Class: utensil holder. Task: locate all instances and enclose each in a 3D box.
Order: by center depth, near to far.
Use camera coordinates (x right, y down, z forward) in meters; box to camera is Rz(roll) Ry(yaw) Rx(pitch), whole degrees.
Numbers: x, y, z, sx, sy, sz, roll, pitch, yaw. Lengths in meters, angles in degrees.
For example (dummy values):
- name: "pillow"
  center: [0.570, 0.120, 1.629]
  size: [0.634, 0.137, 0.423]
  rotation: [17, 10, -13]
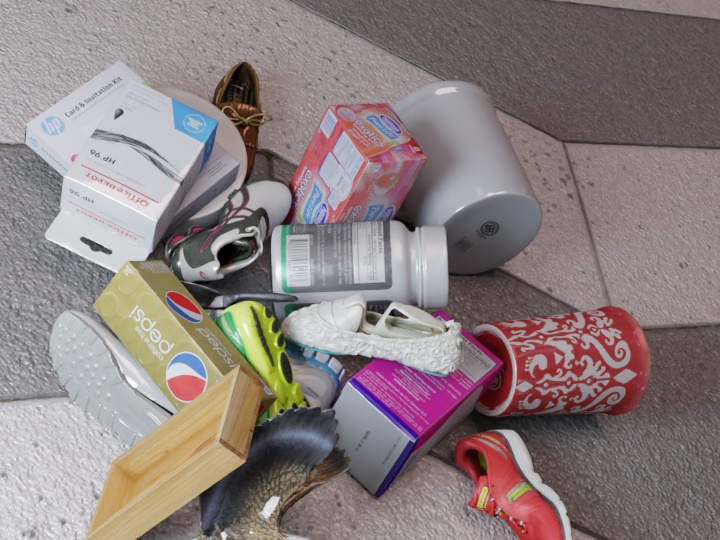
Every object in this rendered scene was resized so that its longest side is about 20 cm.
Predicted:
- name: "utensil holder"
  center: [0.132, -0.120, 1.850]
  size: [0.169, 0.170, 0.201]
  rotation: [2, 47, -31]

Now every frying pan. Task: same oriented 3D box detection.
- name: "frying pan"
  center: [-0.174, 0.033, 1.545]
  size: [0.189, 0.115, 0.031]
  rotation: [12, 78, -17]

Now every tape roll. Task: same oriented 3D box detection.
- name: "tape roll"
  center: [-0.236, -0.134, 1.693]
  size: [0.202, 0.037, 0.204]
  rotation: [8, 56, -12]

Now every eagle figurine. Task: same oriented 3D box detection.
- name: "eagle figurine"
  center: [-0.091, 0.229, 1.325]
  size: [0.151, 0.151, 0.201]
  rotation: [30, 67, -32]

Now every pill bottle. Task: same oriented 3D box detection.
- name: "pill bottle"
  center: [0.000, 0.000, 1.622]
  size: [0.199, 0.114, 0.113]
  rotation: [-2, 42, 1]

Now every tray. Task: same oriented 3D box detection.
- name: "tray"
  center: [-0.171, 0.178, 1.304]
  size: [0.037, 0.200, 0.099]
  rotation: [40, 34, -22]

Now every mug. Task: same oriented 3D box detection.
- name: "mug"
  center: [0.217, 0.117, 1.698]
  size: [0.199, 0.177, 0.134]
  rotation: [-2, 82, -34]

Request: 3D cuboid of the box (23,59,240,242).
- name: "box"
  center: [-0.264, -0.136, 1.639]
  size: [0.200, 0.041, 0.156]
  rotation: [40, 56, 12]

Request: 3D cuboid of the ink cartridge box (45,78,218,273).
- name: "ink cartridge box"
  center: [-0.252, -0.102, 1.555]
  size: [0.116, 0.068, 0.201]
  rotation: [25, 56, 0]

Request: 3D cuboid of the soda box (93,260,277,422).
- name: "soda box"
  center: [-0.179, 0.081, 1.423]
  size: [0.200, 0.068, 0.064]
  rotation: [48, 21, 20]

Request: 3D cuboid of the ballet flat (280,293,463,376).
- name: "ballet flat"
  center: [0.017, 0.058, 1.510]
  size: [0.199, 0.072, 0.072]
  rotation: [12, 40, 0]

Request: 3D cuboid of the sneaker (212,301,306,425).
- name: "sneaker"
  center: [-0.108, 0.134, 1.467]
  size: [0.074, 0.083, 0.201]
  rotation: [-8, 84, -57]

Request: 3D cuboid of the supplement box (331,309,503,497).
- name: "supplement box"
  center: [0.057, 0.144, 1.565]
  size: [0.103, 0.101, 0.200]
  rotation: [41, 39, 15]

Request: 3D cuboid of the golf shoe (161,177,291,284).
- name: "golf shoe"
  center: [-0.135, -0.039, 1.634]
  size: [0.088, 0.078, 0.200]
  rotation: [13, 39, 39]

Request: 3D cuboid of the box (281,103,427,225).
- name: "box"
  center: [-0.016, -0.095, 1.699]
  size: [0.094, 0.200, 0.103]
  rotation: [-7, 50, -37]

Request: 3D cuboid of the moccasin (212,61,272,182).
- name: "moccasin"
  center: [-0.156, -0.192, 1.813]
  size: [0.073, 0.078, 0.202]
  rotation: [20, 43, -13]

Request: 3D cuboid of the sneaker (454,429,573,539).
- name: "sneaker"
  center: [0.161, 0.258, 1.541]
  size: [0.084, 0.077, 0.200]
  rotation: [-2, 38, -27]

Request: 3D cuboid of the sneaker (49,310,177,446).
- name: "sneaker"
  center: [-0.236, 0.116, 1.444]
  size: [0.200, 0.076, 0.080]
  rotation: [46, 31, 9]

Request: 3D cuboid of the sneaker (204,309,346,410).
- name: "sneaker"
  center: [-0.118, 0.109, 1.521]
  size: [0.199, 0.075, 0.087]
  rotation: [20, 57, -2]
